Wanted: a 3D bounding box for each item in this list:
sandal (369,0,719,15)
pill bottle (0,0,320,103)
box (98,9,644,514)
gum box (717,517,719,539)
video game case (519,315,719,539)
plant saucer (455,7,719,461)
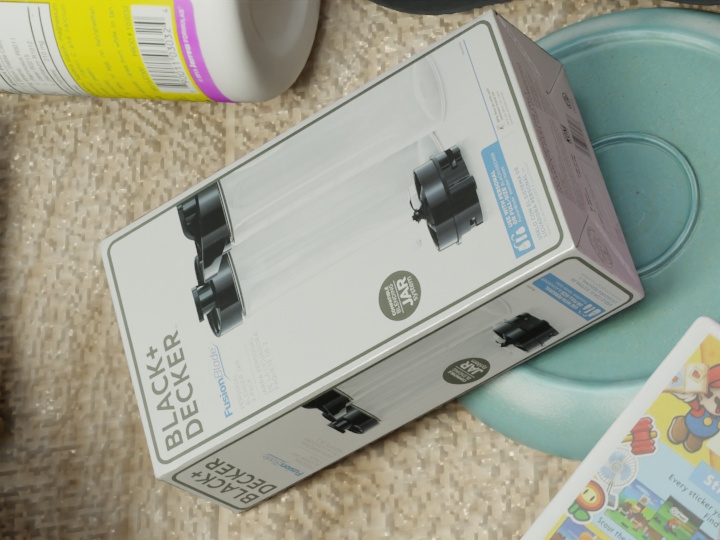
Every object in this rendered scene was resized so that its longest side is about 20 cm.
[{"bbox_3d":[0.077,-0.151,1.090,0.199,0.043,0.076,1,58,24],"label":"sandal"},{"bbox_3d":[-0.125,-0.128,1.131,0.199,0.104,0.105,4,69,22],"label":"pill bottle"},{"bbox_3d":[0.000,0.000,1.026,0.200,0.060,0.117,-29,59,22],"label":"box"},{"bbox_3d":[0.170,0.023,0.900,0.066,0.114,0.201,10,55,3],"label":"gum box"},{"bbox_3d":[0.147,0.144,0.938,0.200,0.023,0.182,37,84,22],"label":"video game case"},{"bbox_3d":[0.107,-0.022,1.039,0.199,0.027,0.201,-9,64,18],"label":"plant saucer"}]
